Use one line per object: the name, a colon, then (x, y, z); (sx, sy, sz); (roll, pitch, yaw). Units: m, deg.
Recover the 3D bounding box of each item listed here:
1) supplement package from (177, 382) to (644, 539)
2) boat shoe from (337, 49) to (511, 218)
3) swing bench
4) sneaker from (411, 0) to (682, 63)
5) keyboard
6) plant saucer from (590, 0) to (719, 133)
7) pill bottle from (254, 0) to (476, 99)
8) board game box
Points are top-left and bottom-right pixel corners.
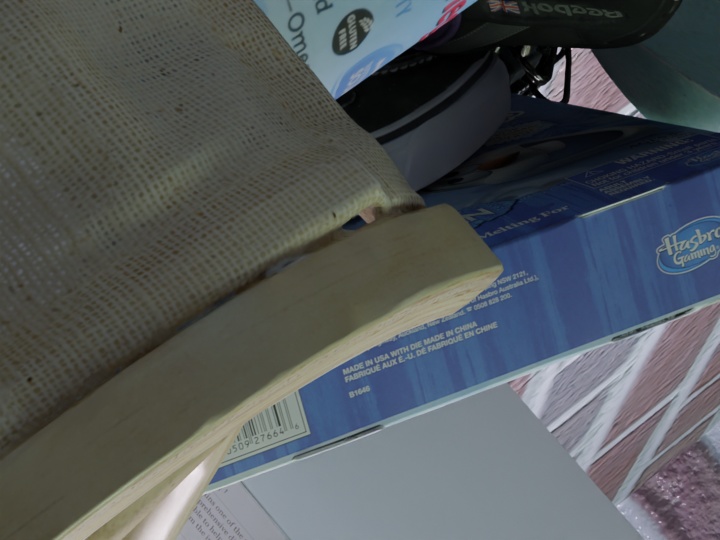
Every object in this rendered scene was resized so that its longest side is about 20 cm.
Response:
supplement package: (-0.028, 0.079, 1.050); (0.156, 0.200, 0.111); (-26, 162, -52)
boat shoe: (-0.036, -0.046, 0.865); (0.199, 0.071, 0.072); (-24, -164, -36)
swing bench: (-0.120, -0.003, 0.499); (0.130, 0.199, 0.200); (-24, 159, -51)
sneaker: (0.072, -0.104, 0.806); (0.199, 0.076, 0.087); (-7, 152, 44)
keyboard: (0.051, -0.053, 1.095); (0.104, 0.040, 0.200); (-62, 174, 18)
plant saucer: (0.142, -0.057, 0.951); (0.201, 0.201, 0.039); (-20, 141, -58)
pill bottle: (-0.012, -0.101, 0.689); (0.200, 0.109, 0.109); (-36, 167, -21)
board game box: (0.000, 0.000, 0.891); (0.199, 0.044, 0.199); (-19, -167, -17)
